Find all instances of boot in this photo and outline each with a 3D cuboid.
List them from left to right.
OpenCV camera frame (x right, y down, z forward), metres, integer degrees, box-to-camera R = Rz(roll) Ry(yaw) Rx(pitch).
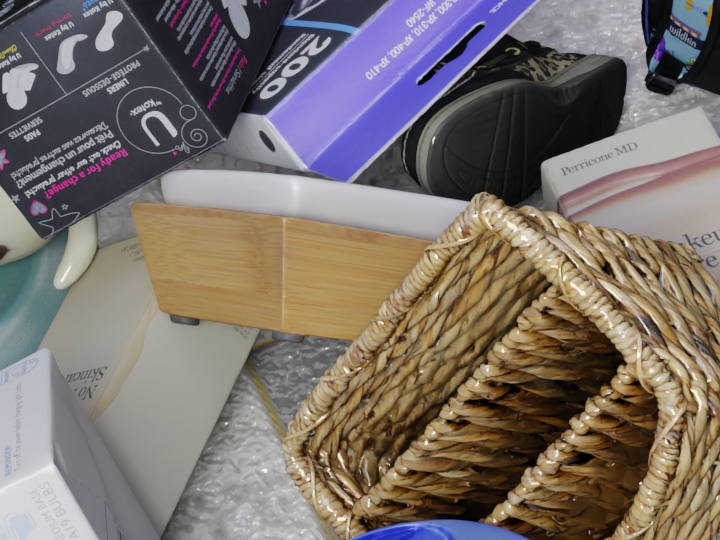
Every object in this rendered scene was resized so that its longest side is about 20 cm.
[{"bbox_3d":[0.044,-0.099,1.215,0.153,0.074,0.203,22,27,30],"label":"boot"}]

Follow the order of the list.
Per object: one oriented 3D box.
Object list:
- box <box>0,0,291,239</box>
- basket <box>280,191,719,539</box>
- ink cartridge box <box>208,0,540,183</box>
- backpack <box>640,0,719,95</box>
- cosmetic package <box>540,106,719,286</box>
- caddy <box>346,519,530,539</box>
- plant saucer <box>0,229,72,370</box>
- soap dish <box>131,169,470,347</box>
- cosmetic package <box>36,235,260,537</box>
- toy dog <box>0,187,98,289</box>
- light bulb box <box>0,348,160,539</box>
[{"bbox_3d":[-0.130,-0.130,1.155,0.132,0.115,0.200,-27,22,25],"label":"box"},{"bbox_3d":[0.079,0.085,1.006,0.200,0.148,0.143,-49,46,32],"label":"basket"},{"bbox_3d":[0.007,-0.135,1.166,0.198,0.043,0.200,-44,26,-15],"label":"ink cartridge box"},{"bbox_3d":[0.247,-0.183,1.189,0.182,0.201,0.135,21,61,26],"label":"backpack"},{"bbox_3d":[0.177,0.023,1.123,0.103,0.087,0.201,-21,52,-3],"label":"cosmetic package"},{"bbox_3d":[0.016,0.189,0.929,0.141,0.106,0.200,10,36,28],"label":"caddy"},{"bbox_3d":[-0.255,0.008,1.262,0.198,0.036,0.201,-6,53,8],"label":"plant saucer"},{"bbox_3d":[0.000,0.000,1.100,0.157,0.199,0.082,6,88,56],"label":"soap dish"},{"bbox_3d":[-0.135,0.079,1.136,0.103,0.073,0.201,-16,40,46],"label":"cosmetic package"},{"bbox_3d":[-0.266,-0.023,1.198,0.200,0.140,0.194,-42,85,-18],"label":"toy dog"},{"bbox_3d":[-0.186,0.180,0.985,0.199,0.199,0.125,-27,22,2],"label":"light bulb box"}]
